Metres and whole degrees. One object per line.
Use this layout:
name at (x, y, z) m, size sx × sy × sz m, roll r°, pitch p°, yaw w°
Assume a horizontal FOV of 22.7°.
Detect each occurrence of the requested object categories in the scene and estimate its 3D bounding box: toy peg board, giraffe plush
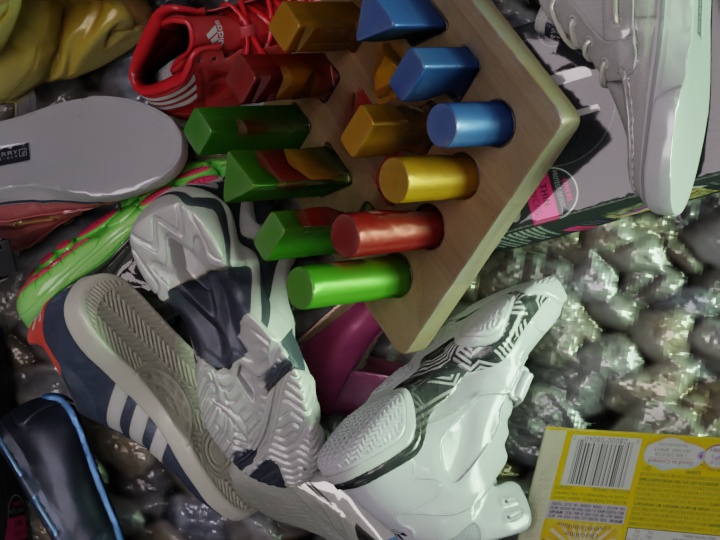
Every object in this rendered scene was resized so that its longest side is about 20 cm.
toy peg board at (-0.003, -0.084, 1.061) m, size 0.201 × 0.097 × 0.200 m, roll 55°, pitch 132°, yaw 27°
giraffe plush at (-0.248, -0.206, 1.222) m, size 0.163 × 0.172 × 0.200 m, roll 57°, pitch 138°, yaw 21°

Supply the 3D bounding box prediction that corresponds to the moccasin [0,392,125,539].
moccasin at (-0.194, 0.185, 1.210) m, size 0.068 × 0.080 × 0.201 m, roll -20°, pitch 83°, yaw -9°

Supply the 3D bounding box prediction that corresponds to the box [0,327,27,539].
box at (-0.304, 0.143, 1.218) m, size 0.105 × 0.122 × 0.202 m, roll -9°, pitch 86°, yaw 17°

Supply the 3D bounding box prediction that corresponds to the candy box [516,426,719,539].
candy box at (0.186, 0.147, 1.056) m, size 0.199 × 0.026 × 0.103 m, roll 1°, pitch 66°, yaw 37°

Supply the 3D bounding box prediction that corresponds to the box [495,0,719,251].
box at (0.150, -0.095, 1.102) m, size 0.199 × 0.106 × 0.123 m, roll -16°, pitch 84°, yaw 16°

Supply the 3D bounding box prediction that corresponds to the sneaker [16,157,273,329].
sneaker at (-0.137, -0.009, 1.216) m, size 0.199 × 0.077 × 0.084 m, roll -32°, pitch 109°, yaw 10°

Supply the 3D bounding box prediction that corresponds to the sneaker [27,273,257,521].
sneaker at (-0.141, 0.089, 1.187) m, size 0.084 × 0.075 × 0.200 m, roll -20°, pitch 114°, yaw 39°

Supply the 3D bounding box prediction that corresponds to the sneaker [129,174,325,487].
sneaker at (-0.063, 0.027, 1.138) m, size 0.079 × 0.130 × 0.200 m, roll -26°, pitch 100°, yaw 28°

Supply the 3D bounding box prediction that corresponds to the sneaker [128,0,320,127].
sneaker at (-0.059, -0.151, 1.162) m, size 0.199 × 0.115 × 0.079 m, roll -30°, pitch 80°, yaw 14°

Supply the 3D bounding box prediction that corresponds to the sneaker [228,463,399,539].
sneaker at (0.011, 0.159, 1.162) m, size 0.199 × 0.072 × 0.073 m, roll 33°, pitch 58°, yaw 6°

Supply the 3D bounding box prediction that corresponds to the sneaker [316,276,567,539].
sneaker at (0.074, 0.098, 1.120) m, size 0.200 × 0.075 × 0.115 m, roll -40°, pitch 100°, yaw -23°

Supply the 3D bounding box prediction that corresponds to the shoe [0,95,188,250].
shoe at (-0.207, -0.064, 1.222) m, size 0.198 × 0.091 × 0.072 m, roll -7°, pitch 72°, yaw 8°

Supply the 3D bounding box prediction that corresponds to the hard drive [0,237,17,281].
hard drive at (-0.342, 0.010, 1.197) m, size 0.199 × 0.139 × 0.038 m, roll -2°, pitch 109°, yaw 42°

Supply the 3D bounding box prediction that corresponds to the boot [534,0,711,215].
boot at (0.147, -0.130, 1.020) m, size 0.095 × 0.073 × 0.202 m, roll 2°, pitch 78°, yaw 23°

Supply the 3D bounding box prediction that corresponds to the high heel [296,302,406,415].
high heel at (0.000, 0.000, 1.165) m, size 0.095 × 0.067 × 0.202 m, roll 15°, pitch 108°, yaw 7°
